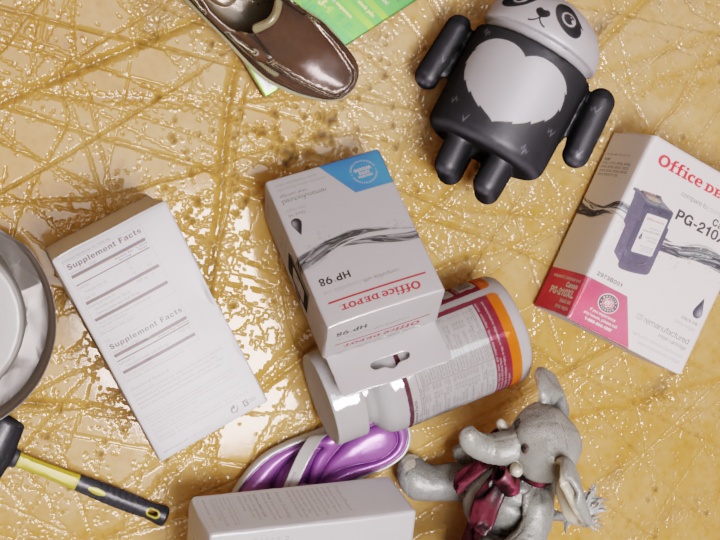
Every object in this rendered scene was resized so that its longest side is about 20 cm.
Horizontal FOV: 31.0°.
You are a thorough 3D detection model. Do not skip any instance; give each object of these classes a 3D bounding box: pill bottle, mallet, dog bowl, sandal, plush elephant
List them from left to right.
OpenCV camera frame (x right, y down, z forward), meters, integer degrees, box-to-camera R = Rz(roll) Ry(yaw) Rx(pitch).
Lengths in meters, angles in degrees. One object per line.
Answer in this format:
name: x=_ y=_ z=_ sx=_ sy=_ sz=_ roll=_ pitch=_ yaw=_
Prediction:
dog bowl: x=-0.367 y=0.042 z=1.131 sx=0.199 sy=0.059 sz=0.201 roll=-2 pitch=97 yaw=-17
mallet: x=-0.264 y=0.183 z=1.194 sx=0.199 sy=0.041 sz=0.066 roll=19 pitch=89 yaw=-23
sandal: x=-0.040 y=0.195 z=1.251 sx=0.202 sy=0.050 sz=0.083 roll=-32 pitch=104 yaw=-10
pill bottle: x=0.053 y=0.087 z=1.235 sx=0.199 sy=0.110 sz=0.110 roll=-20 pitch=102 yaw=-13
plush elephant: x=0.145 y=0.187 z=1.211 sx=0.199 sy=0.165 sz=0.155 roll=-4 pitch=128 yaw=-8

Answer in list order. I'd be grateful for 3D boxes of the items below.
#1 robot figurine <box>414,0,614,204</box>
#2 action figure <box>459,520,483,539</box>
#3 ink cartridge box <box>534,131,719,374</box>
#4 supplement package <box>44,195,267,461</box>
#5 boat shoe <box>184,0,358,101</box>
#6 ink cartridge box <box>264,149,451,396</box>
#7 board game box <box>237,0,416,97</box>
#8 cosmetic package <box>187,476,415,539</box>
robot figurine: x=0.142 y=-0.165 z=1.223 sx=0.150 sy=0.125 sz=0.201 roll=30 pitch=88 yaw=-30
action figure: x=0.106 y=0.302 z=1.300 sx=0.149 sy=0.134 sz=0.200 roll=28 pitch=77 yaw=20
ink cartridge box: x=0.289 y=-0.020 z=1.306 sx=0.144 sy=0.084 sz=0.201 roll=26 pitch=89 yaw=-18
supplement package: x=-0.184 y=0.047 z=1.158 sx=0.109 sy=0.114 sz=0.201 roll=-29 pitch=103 yaw=-12
boat shoe: x=-0.085 y=-0.215 z=1.149 sx=0.202 sy=0.075 sz=0.075 roll=32 pitch=91 yaw=-16
ink cartridge box: x=0.000 y=0.000 z=1.177 sx=0.115 sy=0.067 sz=0.201 roll=-18 pitch=64 yaw=-14
board game box: x=-0.031 y=-0.255 z=1.207 sx=0.200 sy=0.030 sz=0.096 roll=-33 pitch=105 yaw=-4
cosmetic package: x=-0.056 y=0.258 z=1.199 sx=0.199 sy=0.074 sz=0.102 roll=-2 pitch=111 yaw=-23
